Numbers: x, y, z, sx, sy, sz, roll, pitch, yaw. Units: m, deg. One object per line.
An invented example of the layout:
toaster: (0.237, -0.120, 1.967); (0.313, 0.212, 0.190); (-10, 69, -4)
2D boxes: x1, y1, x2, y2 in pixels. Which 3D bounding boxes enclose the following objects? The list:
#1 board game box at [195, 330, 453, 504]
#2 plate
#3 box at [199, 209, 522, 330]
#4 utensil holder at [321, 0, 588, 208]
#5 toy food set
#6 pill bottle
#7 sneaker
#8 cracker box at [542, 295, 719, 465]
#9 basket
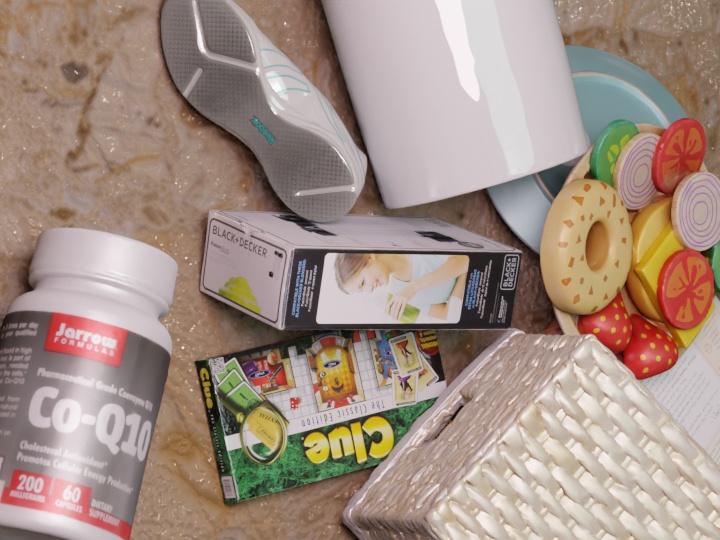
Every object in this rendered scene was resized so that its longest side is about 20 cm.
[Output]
board game box: (-0.021, 0.095, 1.717); (0.200, 0.023, 0.105); (-13, 93, -35)
plate: (0.185, -0.089, 1.847); (0.199, 0.026, 0.201); (8, 67, -19)
box: (0.000, 0.000, 1.683); (0.199, 0.117, 0.060); (1, 103, -36)
utensil holder: (0.065, -0.162, 1.728); (0.170, 0.170, 0.201); (-21, 98, -35)
toy food set: (0.213, -0.017, 1.785); (0.198, 0.049, 0.200); (-51, 123, -26)
pill bottle: (-0.186, 0.081, 1.548); (0.114, 0.114, 0.201); (21, 72, -30)
sneaker: (-0.069, -0.123, 1.695); (0.200, 0.070, 0.080); (52, 21, -3)
cracker box: (0.243, 0.083, 1.879); (0.200, 0.058, 0.134); (51, 58, -18)
basket: (0.135, 0.174, 1.683); (0.198, 0.161, 0.200); (-46, 103, -16)
